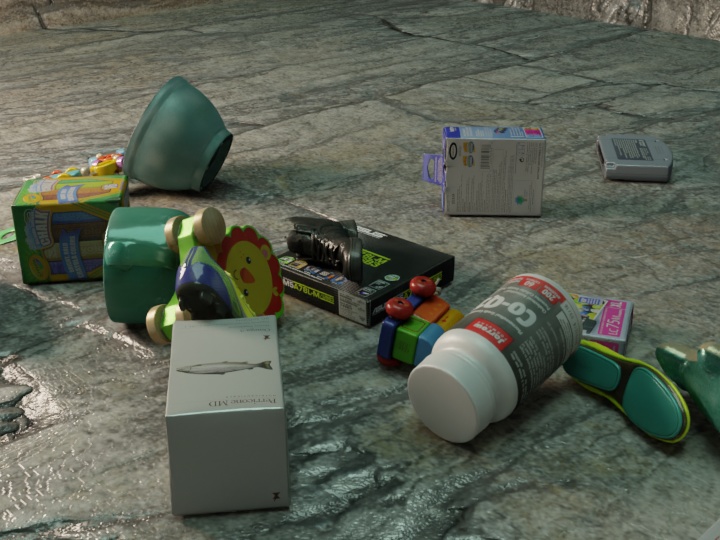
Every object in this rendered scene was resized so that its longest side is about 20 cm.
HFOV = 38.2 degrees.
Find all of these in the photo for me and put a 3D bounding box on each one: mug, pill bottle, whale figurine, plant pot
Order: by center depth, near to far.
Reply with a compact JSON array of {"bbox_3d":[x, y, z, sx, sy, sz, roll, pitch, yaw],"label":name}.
[{"bbox_3d":[0.395,0.136,1.104,0.159,0.104,0.199,38,-12,-33],"label":"whale figurine"},{"bbox_3d":[0.150,0.096,1.159,0.113,0.115,0.200,19,39,37],"label":"pill bottle"},{"bbox_3d":[-0.264,0.001,1.350,0.113,0.153,0.185,1,26,-1],"label":"mug"},{"bbox_3d":[-0.309,-0.221,1.837,0.134,0.201,0.200,30,28,1],"label":"plant pot"}]

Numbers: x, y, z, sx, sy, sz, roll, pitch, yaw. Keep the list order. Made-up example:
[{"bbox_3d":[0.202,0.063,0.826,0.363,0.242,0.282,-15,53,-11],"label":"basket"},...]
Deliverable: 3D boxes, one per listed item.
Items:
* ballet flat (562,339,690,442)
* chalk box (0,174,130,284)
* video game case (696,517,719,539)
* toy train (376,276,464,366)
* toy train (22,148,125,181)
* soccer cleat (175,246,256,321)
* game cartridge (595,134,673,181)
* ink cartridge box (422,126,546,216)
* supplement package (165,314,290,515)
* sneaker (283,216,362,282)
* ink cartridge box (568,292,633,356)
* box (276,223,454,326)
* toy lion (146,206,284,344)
[{"bbox_3d":[0.311,0.130,1.170,0.067,0.067,0.200,8,15,-33],"label":"ballet flat"},{"bbox_3d":[-0.440,-0.063,1.528,0.198,0.125,0.125,-3,24,-8],"label":"chalk box"},{"bbox_3d":[0.388,0.272,0.893,0.199,0.022,0.181,22,32,40],"label":"video game case"},{"bbox_3d":[0.110,0.063,1.305,0.115,0.085,0.200,21,30,20],"label":"toy train"},{"bbox_3d":[-0.488,-0.165,1.855,0.199,0.056,0.150,-24,19,-35],"label":"toy train"},{"bbox_3d":[-0.147,0.046,1.204,0.064,0.200,0.084,-11,53,19],"label":"soccer cleat"},{"bbox_3d":[0.520,-0.214,1.970,0.132,0.042,0.200,7,24,5],"label":"game cartridge"},{"bbox_3d":[0.205,-0.167,1.741,0.198,0.138,0.076,0,22,0],"label":"ink cartridge box"},{"bbox_3d":[-0.136,0.142,1.071,0.116,0.118,0.200,-3,24,-7],"label":"supplement package"},{"bbox_3d":[-0.054,-0.032,1.432,0.103,0.061,0.200,-1,21,-5],"label":"sneaker"},{"bbox_3d":[0.246,0.065,1.342,0.198,0.042,0.119,6,24,18],"label":"ink cartridge box"},{"bbox_3d":[0.000,0.000,1.479,0.199,0.048,0.193,20,34,37],"label":"box"},{"bbox_3d":[-0.166,0.026,1.302,0.068,0.192,0.201,-15,54,32],"label":"toy lion"}]
